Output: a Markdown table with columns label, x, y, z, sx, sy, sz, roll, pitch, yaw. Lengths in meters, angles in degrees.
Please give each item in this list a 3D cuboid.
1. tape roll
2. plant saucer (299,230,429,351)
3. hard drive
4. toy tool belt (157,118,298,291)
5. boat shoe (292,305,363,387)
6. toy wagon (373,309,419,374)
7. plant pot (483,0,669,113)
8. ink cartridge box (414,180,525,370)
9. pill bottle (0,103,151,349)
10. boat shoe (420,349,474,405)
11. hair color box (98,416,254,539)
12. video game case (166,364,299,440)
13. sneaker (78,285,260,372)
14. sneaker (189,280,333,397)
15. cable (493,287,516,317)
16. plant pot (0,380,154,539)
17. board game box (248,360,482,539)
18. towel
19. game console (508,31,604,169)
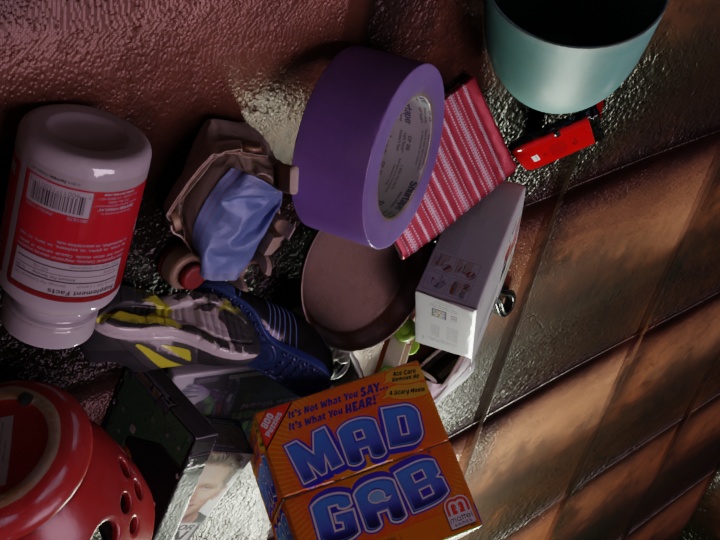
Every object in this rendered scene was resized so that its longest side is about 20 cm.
| label | x | y | z | sx | sy | sz | roll | pitch | yaw |
| --- | --- | --- | --- | --- | --- | --- | --- | --- | --- |
| tape roll | 0.011 | -0.129 | 1.126 | 0.200 | 0.085 | 0.200 | -53 | 152 | -43 |
| plant saucer | 0.000 | 0.000 | 1.312 | 0.200 | 0.034 | 0.201 | -14 | 113 | -36 |
| hard drive | -0.241 | 0.218 | 1.194 | 0.038 | 0.140 | 0.200 | -5 | 126 | -49 |
| toy tool belt | -0.132 | -0.043 | 1.071 | 0.125 | 0.123 | 0.200 | -4 | 127 | -48 |
| boat shoe | -0.042 | 0.107 | 1.374 | 0.074 | 0.065 | 0.200 | -48 | 148 | -1 |
| toy wagon | 0.042 | 0.144 | 1.469 | 0.155 | 0.040 | 0.200 | 68 | 40 | -77 |
| plant pot | 0.232 | -0.276 | 1.216 | 0.200 | 0.201 | 0.161 | -37 | 157 | -19 |
| ink cartridge box | 0.142 | 0.004 | 1.405 | 0.176 | 0.084 | 0.200 | 86 | 25 | -57 |
| pill bottle | -0.257 | -0.034 | 0.938 | 0.112 | 0.112 | 0.200 | -12 | 132 | -44 |
| boat shoe | 0.095 | 0.175 | 1.633 | 0.200 | 0.074 | 0.065 | -47 | 144 | -24 |
| hair color box | -0.225 | 0.263 | 1.288 | 0.100 | 0.061 | 0.200 | 13 | 122 | -41 |
| video game case | -0.152 | 0.174 | 1.307 | 0.200 | 0.023 | 0.182 | -5 | 134 | -29 |
| sneaker | -0.203 | 0.068 | 1.130 | 0.200 | 0.075 | 0.085 | 15 | 134 | -30 |
| sneaker | -0.112 | 0.067 | 1.224 | 0.070 | 0.078 | 0.200 | -41 | 112 | 21 |
| cable | 0.189 | 0.030 | 1.634 | 0.200 | 0.050 | 0.097 | -4 | 110 | -64 |
| plant pot | -0.321 | 0.221 | 1.048 | 0.200 | 0.200 | 0.183 | -36 | 142 | -20 |
| board game box | -0.006 | 0.252 | 1.256 | 0.200 | 0.200 | 0.200 | -17 | 162 | -15 |
| towel | 0.094 | -0.126 | 1.297 | 0.200 | 0.022 | 0.145 | -38 | 117 | -17 |
| game console | 0.267 | -0.226 | 1.410 | 0.172 | 0.119 | 0.200 | -23 | 173 | 13 |
